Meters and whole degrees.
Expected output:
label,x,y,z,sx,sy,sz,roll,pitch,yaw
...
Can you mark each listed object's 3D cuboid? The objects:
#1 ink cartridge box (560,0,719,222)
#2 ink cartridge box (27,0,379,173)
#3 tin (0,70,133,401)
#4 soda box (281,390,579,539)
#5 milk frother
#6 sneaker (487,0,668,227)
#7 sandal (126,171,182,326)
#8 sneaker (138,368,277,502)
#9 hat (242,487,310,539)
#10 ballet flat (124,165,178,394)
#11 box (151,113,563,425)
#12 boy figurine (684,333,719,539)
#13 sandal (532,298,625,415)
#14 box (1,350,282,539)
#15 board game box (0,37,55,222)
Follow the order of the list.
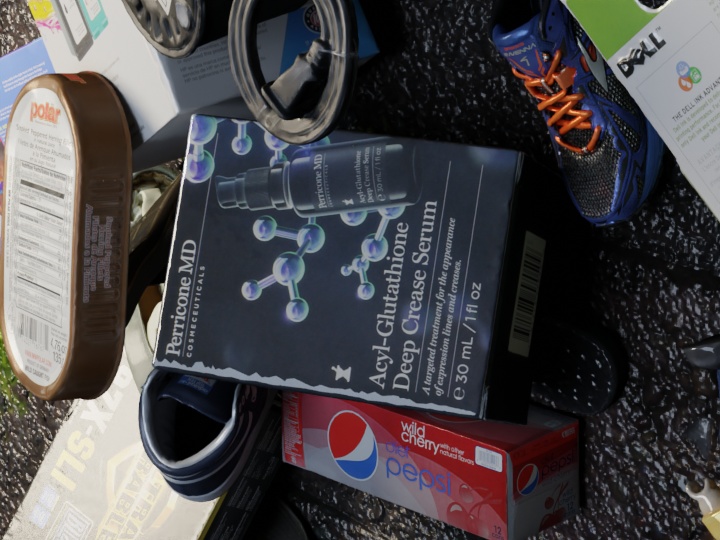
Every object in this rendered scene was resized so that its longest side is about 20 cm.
label,x,y,z,sx,sy,sz,roll,pitch,yaw
ink cartridge box,0.215,-0.103,1.096,0.200,0.076,0.148,55,137,7
ink cartridge box,-0.112,-0.184,1.372,0.146,0.146,0.201,-30,80,61
tin,-0.179,-0.019,1.350,0.112,0.042,0.201,16,107,51
soda box,0.041,0.105,1.384,0.199,0.070,0.064,16,116,43
milk frother,-0.012,-0.172,1.223,0.201,0.187,0.180,65,155,7
sneaker,0.106,-0.118,1.226,0.075,0.078,0.201,-15,92,49
sandal,-0.117,-0.016,1.440,0.055,0.200,0.082,37,139,-11
sneaker,-0.081,0.045,1.413,0.070,0.109,0.201,18,81,11
hat,-0.098,0.249,1.579,0.200,0.081,0.202,20,119,43
ballet flat,-0.128,0.017,1.501,0.064,0.067,0.201,112,147,-55
box,0.000,0.000,1.277,0.199,0.107,0.149,7,86,19
boy figurine,0.227,0.128,1.197,0.124,0.064,0.201,-8,95,46
sandal,0.076,0.021,1.345,0.199,0.045,0.075,29,131,20
box,-0.146,0.146,1.553,0.159,0.049,0.201,31,95,39
board game box,-0.246,-0.087,1.646,0.200,0.045,0.135,-16,92,49
